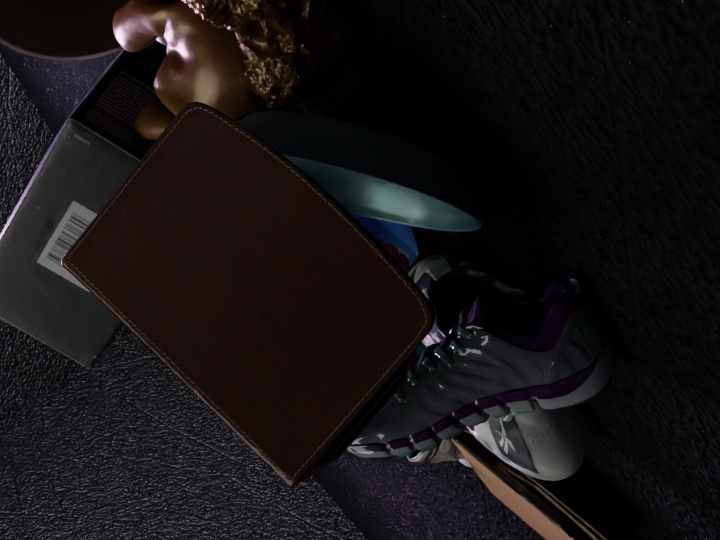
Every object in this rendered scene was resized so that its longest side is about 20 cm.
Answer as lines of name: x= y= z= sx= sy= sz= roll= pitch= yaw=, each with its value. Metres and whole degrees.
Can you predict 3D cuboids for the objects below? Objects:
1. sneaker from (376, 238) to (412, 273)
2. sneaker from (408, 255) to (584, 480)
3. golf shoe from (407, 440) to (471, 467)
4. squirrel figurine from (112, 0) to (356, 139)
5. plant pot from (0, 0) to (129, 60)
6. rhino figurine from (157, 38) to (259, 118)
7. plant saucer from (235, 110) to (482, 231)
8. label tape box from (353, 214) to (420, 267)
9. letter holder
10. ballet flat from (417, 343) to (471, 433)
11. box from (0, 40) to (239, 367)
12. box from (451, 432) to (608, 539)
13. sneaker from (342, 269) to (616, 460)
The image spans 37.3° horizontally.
sneaker: x=-0.036 y=0.002 z=0.865 sx=0.200 sy=0.079 sz=0.095 roll=33 pitch=156 yaw=-27
sneaker: x=0.103 y=0.069 z=0.787 sx=0.199 sy=0.079 sz=0.130 roll=61 pitch=176 yaw=8
golf shoe: x=0.081 y=0.155 z=1.047 sx=0.078 sy=0.097 sz=0.200 roll=42 pitch=164 yaw=33
squirrel figurine: x=-0.099 y=-0.203 z=0.733 sx=0.200 sy=0.141 sz=0.187 roll=8 pitch=125 yaw=51
plant pot: x=-0.252 y=-0.307 z=0.864 sx=0.200 sy=0.187 sz=0.187 roll=60 pitch=173 yaw=34
rhino figurine: x=-0.150 y=-0.190 z=0.975 sx=0.200 sy=0.087 sz=0.060 roll=55 pitch=-166 yaw=-13
plant saucer: x=-0.010 y=-0.070 z=0.734 sx=0.200 sy=0.036 sz=0.200 roll=14 pitch=176 yaw=1
label tape box: x=0.000 y=0.000 z=0.991 sx=0.144 sy=0.063 sz=0.200 roll=42 pitch=163 yaw=36
letter holder: x=-0.055 y=0.007 z=0.666 sx=0.200 sy=0.142 sz=0.101 roll=42 pitch=-170 yaw=11
ballet flat: x=0.069 y=0.102 z=0.923 sx=0.200 sy=0.069 sz=0.063 roll=29 pitch=177 yaw=8
box: x=-0.209 y=-0.064 z=0.903 sx=0.123 sy=0.200 sz=0.198 roll=32 pitch=-152 yaw=-13
box: x=0.168 y=0.223 z=0.978 sx=0.163 sy=0.021 sz=0.200 roll=37 pitch=171 yaw=29
sneaker: x=0.063 y=0.059 z=0.711 sx=0.074 sy=0.200 sz=0.088 roll=-86 pitch=-25 yaw=-64
